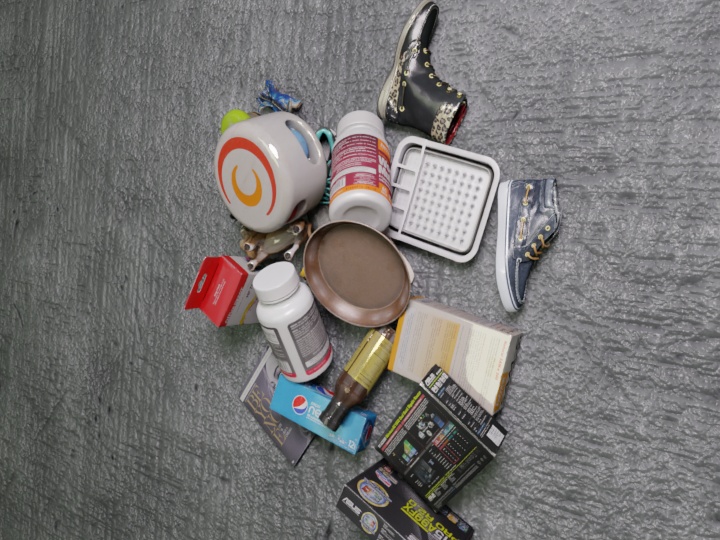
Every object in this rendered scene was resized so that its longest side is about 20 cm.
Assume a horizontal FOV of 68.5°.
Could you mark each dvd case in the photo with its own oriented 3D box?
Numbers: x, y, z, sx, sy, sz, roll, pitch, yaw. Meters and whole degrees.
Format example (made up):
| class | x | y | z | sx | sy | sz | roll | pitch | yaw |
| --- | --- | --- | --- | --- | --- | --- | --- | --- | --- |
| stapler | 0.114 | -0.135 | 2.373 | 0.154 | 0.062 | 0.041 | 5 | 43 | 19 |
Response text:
| class | x | y | z | sx | sy | sz | roll | pitch | yaw |
| --- | --- | --- | --- | --- | --- | --- | --- | --- | --- |
| dvd case | -0.162 | 0.274 | 1.093 | 0.199 | 0.016 | 0.151 | 43 | 110 | 24 |

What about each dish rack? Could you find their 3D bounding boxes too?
| class | x | y | z | sx | sy | sz | roll | pitch | yaw |
| --- | --- | --- | --- | --- | --- | --- | --- | --- | --- |
| dish rack | 0.134 | -0.122 | 0.907 | 0.195 | 0.043 | 0.178 | 22 | 100 | 29 |

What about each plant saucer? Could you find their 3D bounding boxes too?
| class | x | y | z | sx | sy | sz | roll | pitch | yaw |
| --- | --- | --- | --- | --- | --- | --- | --- | --- | --- |
| plant saucer | -0.004 | 0.002 | 0.885 | 0.193 | 0.035 | 0.207 | 13 | 126 | 17 |

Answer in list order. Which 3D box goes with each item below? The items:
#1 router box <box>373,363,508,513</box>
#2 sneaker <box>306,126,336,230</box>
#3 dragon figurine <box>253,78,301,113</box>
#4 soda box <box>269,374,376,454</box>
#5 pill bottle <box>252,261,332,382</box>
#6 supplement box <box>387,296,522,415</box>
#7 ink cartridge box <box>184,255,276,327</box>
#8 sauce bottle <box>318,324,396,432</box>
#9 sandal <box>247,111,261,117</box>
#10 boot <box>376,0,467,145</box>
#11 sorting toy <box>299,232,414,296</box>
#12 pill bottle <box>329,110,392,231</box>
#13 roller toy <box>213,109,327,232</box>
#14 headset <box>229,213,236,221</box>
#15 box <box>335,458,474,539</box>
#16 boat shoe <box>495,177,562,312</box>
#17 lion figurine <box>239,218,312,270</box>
| class | x | y | z | sx | sy | sz | roll | pitch | yaw |
| --- | --- | --- | --- | --- | --- | --- | --- | --- | --- |
| router box | 0.122 | 0.272 | 0.850 | 0.149 | 0.062 | 0.203 | 41 | 131 | 15 |
| sneaker | -0.073 | -0.172 | 0.992 | 0.074 | 0.091 | 0.210 | -2 | 90 | -3 |
| dragon figurine | -0.168 | -0.329 | 1.033 | 0.096 | 0.201 | 0.060 | 24 | 109 | -11 |
| soda box | -0.071 | 0.266 | 0.998 | 0.194 | 0.064 | 0.070 | 21 | 90 | 23 |
| pill bottle | -0.126 | 0.093 | 0.969 | 0.107 | 0.112 | 0.206 | 3 | 126 | 29 |
| supplement box | 0.153 | 0.133 | 0.875 | 0.195 | 0.073 | 0.131 | 19 | 99 | 31 |
| ink cartridge box | -0.235 | 0.040 | 1.032 | 0.066 | 0.198 | 0.119 | 34 | 105 | 25 |
| sauce bottle | -0.003 | 0.187 | 0.935 | 0.064 | 0.065 | 0.203 | 33 | 83 | 25 |
| sandal | -0.175 | -0.245 | 1.025 | 0.198 | 0.054 | 0.084 | 39 | 135 | 24 |
| boot | 0.126 | -0.332 | 0.901 | 0.151 | 0.073 | 0.210 | 32 | 109 | 23 |
| sorting toy | 0.000 | 0.000 | 0.970 | 0.178 | 0.107 | 0.203 | 37 | 108 | 5 |
| pill bottle | 0.000 | -0.169 | 0.912 | 0.107 | 0.109 | 0.207 | -19 | 52 | 28 |
| roller toy | -0.153 | -0.172 | 0.928 | 0.177 | 0.139 | 0.207 | 19 | 122 | 27 |
| headset | -0.181 | -0.146 | 1.091 | 0.193 | 0.094 | 0.128 | -21 | 73 | 13 |
| box | 0.076 | 0.407 | 0.869 | 0.197 | 0.158 | 0.046 | 33 | 104 | 27 |
| boat shoe | 0.260 | -0.041 | 0.815 | 0.088 | 0.070 | 0.210 | -2 | 87 | 34 |
| lion figurine | -0.154 | -0.061 | 1.012 | 0.192 | 0.123 | 0.075 | -8 | 110 | 17 |
